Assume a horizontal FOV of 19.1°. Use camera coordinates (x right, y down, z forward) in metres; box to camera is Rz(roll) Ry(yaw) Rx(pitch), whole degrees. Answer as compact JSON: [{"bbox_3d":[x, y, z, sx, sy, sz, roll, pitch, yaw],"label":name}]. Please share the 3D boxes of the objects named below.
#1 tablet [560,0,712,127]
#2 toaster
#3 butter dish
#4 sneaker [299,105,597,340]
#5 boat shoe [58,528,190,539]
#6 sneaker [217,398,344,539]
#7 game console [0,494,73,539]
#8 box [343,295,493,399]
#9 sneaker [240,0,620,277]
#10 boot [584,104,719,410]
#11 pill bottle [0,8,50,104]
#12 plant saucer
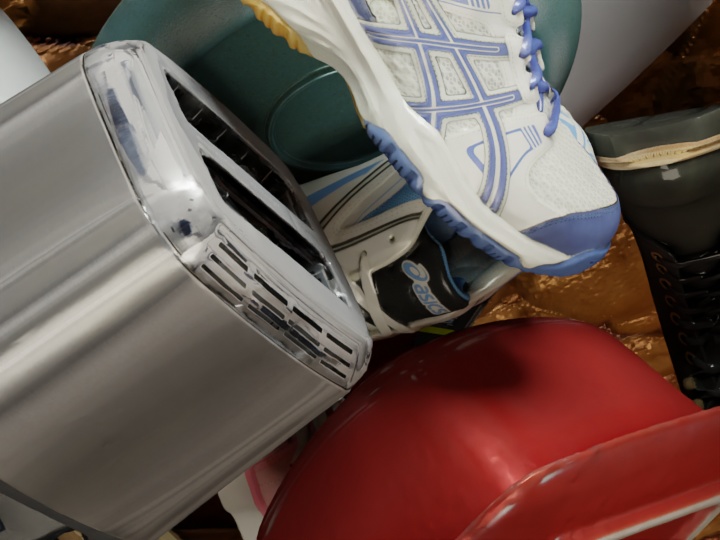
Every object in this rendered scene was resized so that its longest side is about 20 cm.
[{"bbox_3d":[0.051,-0.122,0.872,0.199,0.014,0.130,21,128,-36],"label":"tablet"},{"bbox_3d":[-0.086,0.007,0.726,0.129,0.114,0.200,-34,146,10],"label":"toaster"},{"bbox_3d":[0.038,0.083,0.868,0.199,0.148,0.200,-11,147,-49],"label":"butter dish"},{"bbox_3d":[0.000,0.000,0.820,0.199,0.073,0.072,-30,120,12],"label":"sneaker"},{"bbox_3d":[-0.102,0.152,1.008,0.065,0.200,0.071,-54,169,-11],"label":"boat shoe"},{"bbox_3d":[-0.015,0.077,0.959,0.104,0.076,0.201,-14,148,1],"label":"sneaker"},{"bbox_3d":[-0.225,0.067,0.917,0.199,0.031,0.177,-23,108,8],"label":"game console"},{"bbox_3d":[-0.050,0.016,0.970,0.199,0.044,0.160,9,133,-29],"label":"box"},{"bbox_3d":[0.033,-0.082,0.712,0.088,0.075,0.200,-38,113,18],"label":"sneaker"},{"bbox_3d":[0.146,0.004,0.883,0.077,0.139,0.200,-7,178,19],"label":"boot"},{"bbox_3d":[-0.213,-0.026,0.809,0.200,0.114,0.114,-38,136,12],"label":"pill bottle"},{"bbox_3d":[-0.007,-0.067,0.819,0.199,0.028,0.200,-11,147,-7],"label":"plant saucer"}]
